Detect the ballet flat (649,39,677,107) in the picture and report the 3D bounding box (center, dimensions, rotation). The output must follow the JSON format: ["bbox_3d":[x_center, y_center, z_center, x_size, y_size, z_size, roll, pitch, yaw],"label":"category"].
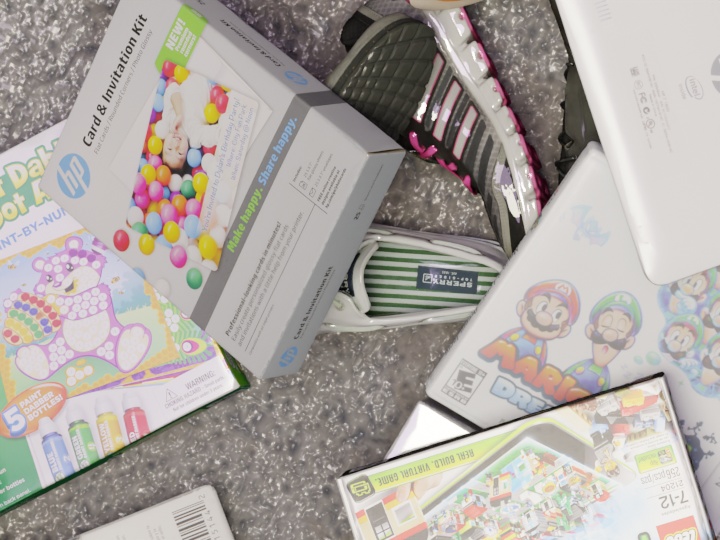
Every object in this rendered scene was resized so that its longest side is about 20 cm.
[{"bbox_3d":[0.234,-0.150,1.719,0.200,0.072,0.072,-40,85,-14],"label":"ballet flat"}]

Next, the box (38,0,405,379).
[{"bbox_3d":[-0.083,-0.059,1.690,0.200,0.041,0.156,40,117,27],"label":"box"}]

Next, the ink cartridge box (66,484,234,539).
[{"bbox_3d":[-0.135,0.253,1.755,0.175,0.045,0.201,-20,87,-22],"label":"ink cartridge box"}]

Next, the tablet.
[{"bbox_3d":[0.192,-0.105,1.663,0.129,0.014,0.201,-19,94,-14],"label":"tablet"}]

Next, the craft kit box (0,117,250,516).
[{"bbox_3d":[-0.199,0.028,1.803,0.199,0.049,0.198,-28,83,7],"label":"craft kit box"}]

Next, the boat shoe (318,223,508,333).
[{"bbox_3d":[0.000,0.000,1.765,0.199,0.067,0.074,-4,89,7],"label":"boat shoe"}]

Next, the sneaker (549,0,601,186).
[{"bbox_3d":[0.149,-0.089,1.745,0.090,0.076,0.201,-26,86,10],"label":"sneaker"}]

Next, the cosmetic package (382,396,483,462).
[{"bbox_3d":[0.112,0.147,1.744,0.199,0.083,0.051,31,96,7],"label":"cosmetic package"}]

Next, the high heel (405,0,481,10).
[{"bbox_3d":[0.091,-0.236,1.740,0.200,0.067,0.096,-37,61,-5],"label":"high heel"}]

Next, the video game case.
[{"bbox_3d":[0.168,0.048,1.716,0.199,0.024,0.182,31,109,-9],"label":"video game case"}]

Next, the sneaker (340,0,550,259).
[{"bbox_3d":[0.049,-0.086,1.758,0.087,0.074,0.201,-26,82,6],"label":"sneaker"}]

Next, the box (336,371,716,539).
[{"bbox_3d":[0.097,0.140,1.687,0.199,0.035,0.111,-18,89,8],"label":"box"}]

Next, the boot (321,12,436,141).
[{"bbox_3d":[-0.050,-0.097,1.736,0.131,0.068,0.200,49,113,34],"label":"boot"}]
